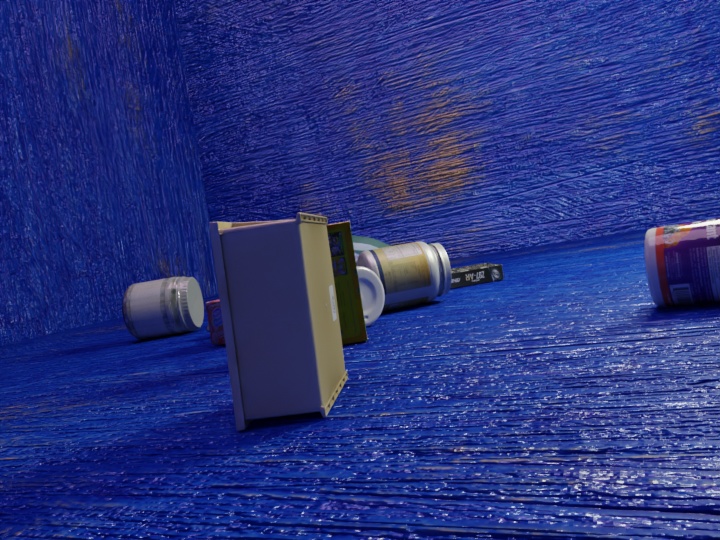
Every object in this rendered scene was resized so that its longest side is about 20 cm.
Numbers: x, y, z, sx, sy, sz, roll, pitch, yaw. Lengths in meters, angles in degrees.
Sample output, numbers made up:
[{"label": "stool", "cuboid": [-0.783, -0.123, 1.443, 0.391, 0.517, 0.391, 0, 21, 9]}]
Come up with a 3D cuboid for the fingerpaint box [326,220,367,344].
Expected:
[{"label": "fingerpaint box", "cuboid": [-0.083, 0.030, 1.047, 0.163, 0.205, 0.073, -10, 1, -4]}]

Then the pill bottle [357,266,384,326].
[{"label": "pill bottle", "cuboid": [-0.049, 0.058, 1.279, 0.118, 0.123, 0.198, -11, 2, -33]}]

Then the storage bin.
[{"label": "storage bin", "cuboid": [-0.080, 0.043, 0.683, 0.091, 0.205, 0.199, -7, 2, 6]}]

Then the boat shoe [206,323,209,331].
[{"label": "boat shoe", "cuboid": [-0.304, 0.118, 1.560, 0.199, 0.066, 0.074, -12, 3, -39]}]

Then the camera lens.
[{"label": "camera lens", "cuboid": [-0.567, 0.107, 1.748, 0.195, 0.164, 0.160, -9, 2, 2]}]

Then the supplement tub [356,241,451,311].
[{"label": "supplement tub", "cuboid": [0.100, 0.013, 1.422, 0.195, 0.148, 0.144, -10, 2, -15]}]

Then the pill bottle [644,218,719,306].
[{"label": "pill bottle", "cuboid": [0.499, -0.016, 0.824, 0.196, 0.114, 0.111, -8, 2, 33]}]

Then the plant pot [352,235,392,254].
[{"label": "plant pot", "cuboid": [0.027, -0.006, 1.844, 0.184, 0.205, 0.199, 4, 8, 28]}]

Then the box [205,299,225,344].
[{"label": "box", "cuboid": [-0.235, 0.098, 1.367, 0.101, 0.097, 0.198, -6, 4, 40]}]

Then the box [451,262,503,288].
[{"label": "box", "cuboid": [0.321, 0.013, 1.789, 0.156, 0.045, 0.200, -10, 2, -1]}]

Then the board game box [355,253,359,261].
[{"label": "board game box", "cuboid": [0.000, 0.000, 1.593, 0.134, 0.045, 0.199, 37, 6, 19]}]
